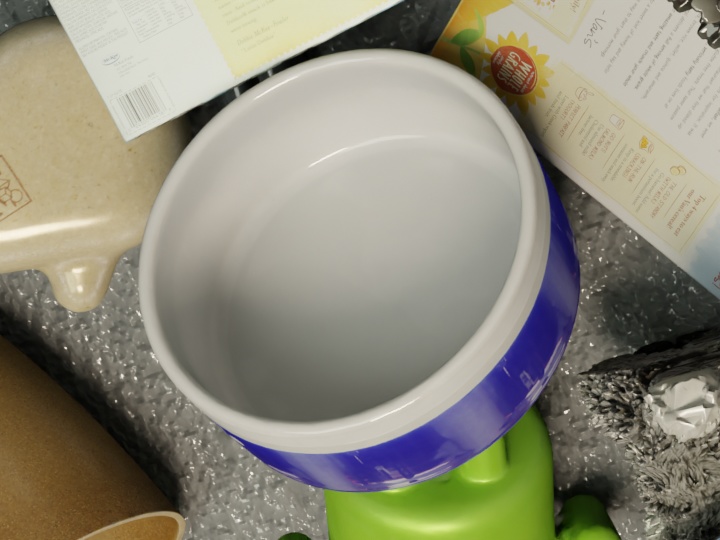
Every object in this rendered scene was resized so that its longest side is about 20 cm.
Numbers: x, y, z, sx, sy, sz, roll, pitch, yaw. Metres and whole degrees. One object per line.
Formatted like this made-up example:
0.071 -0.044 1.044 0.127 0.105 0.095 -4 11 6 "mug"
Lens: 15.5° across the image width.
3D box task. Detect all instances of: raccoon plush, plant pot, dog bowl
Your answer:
0.155 0.105 1.232 0.096 0.200 0.134 -14 93 20 "raccoon plush"
-0.228 0.111 1.492 0.200 0.186 0.186 56 130 16 "plant pot"
0.000 0.000 1.249 0.199 0.201 0.079 11 159 28 "dog bowl"

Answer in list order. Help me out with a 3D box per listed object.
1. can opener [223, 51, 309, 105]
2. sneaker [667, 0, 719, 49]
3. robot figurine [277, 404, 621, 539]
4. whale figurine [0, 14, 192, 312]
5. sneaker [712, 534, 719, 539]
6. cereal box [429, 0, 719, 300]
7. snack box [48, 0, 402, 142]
-0.027 -0.025 1.360 0.053 0.066 0.201 -10 101 36 "can opener"
0.152 -0.177 1.148 0.098 0.071 0.201 -33 78 2 "sneaker"
0.041 0.129 1.339 0.175 0.116 0.200 -8 132 -4 "robot figurine"
-0.184 -0.048 1.381 0.200 0.104 0.159 -35 99 -4 "whale figurine"
0.206 0.139 1.203 0.200 0.072 0.073 -42 56 20 "sneaker"
0.143 -0.093 1.232 0.200 0.040 0.144 40 127 10 "cereal box"
-0.055 -0.158 1.288 0.200 0.037 0.116 -25 98 17 "snack box"
